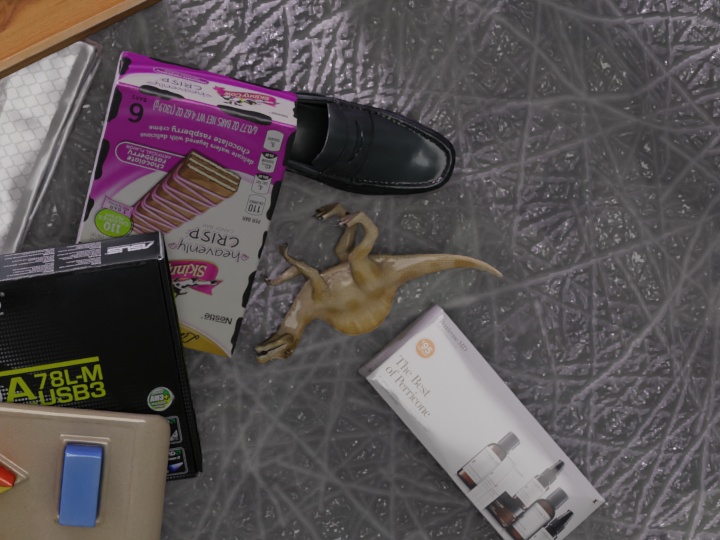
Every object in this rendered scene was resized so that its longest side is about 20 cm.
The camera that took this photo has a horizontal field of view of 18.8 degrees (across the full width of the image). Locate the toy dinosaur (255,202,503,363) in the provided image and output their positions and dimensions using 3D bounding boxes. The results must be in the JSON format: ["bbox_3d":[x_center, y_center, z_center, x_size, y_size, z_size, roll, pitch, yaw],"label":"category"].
[{"bbox_3d":[0.000,0.000,1.673,0.199,0.058,0.102,-23,112,3],"label":"toy dinosaur"}]

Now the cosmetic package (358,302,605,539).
[{"bbox_3d":[0.094,0.128,1.688,0.082,0.051,0.200,-42,98,-4],"label":"cosmetic package"}]

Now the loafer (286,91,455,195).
[{"bbox_3d":[-0.023,-0.097,1.645,0.199,0.070,0.069,12,93,-8],"label":"loafer"}]

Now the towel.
[{"bbox_3d":[-0.314,-0.115,1.626,0.190,0.032,0.201,22,90,-8],"label":"towel"}]

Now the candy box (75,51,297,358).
[{"bbox_3d":[-0.134,-0.046,1.602,0.135,0.061,0.201,13,118,-8],"label":"candy box"}]

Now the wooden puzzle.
[{"bbox_3d":[-0.242,0.191,1.582,0.198,0.046,0.187,5,99,-11],"label":"wooden puzzle"}]

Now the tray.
[{"bbox_3d":[-0.252,-0.204,1.600,0.199,0.037,0.099,-29,89,-16],"label":"tray"}]

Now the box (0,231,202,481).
[{"bbox_3d":[-0.226,0.077,1.601,0.198,0.048,0.194,-8,122,-2],"label":"box"}]
